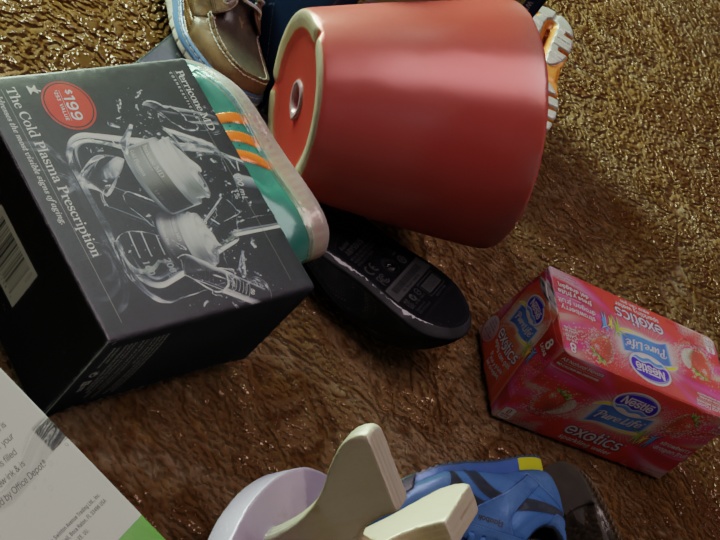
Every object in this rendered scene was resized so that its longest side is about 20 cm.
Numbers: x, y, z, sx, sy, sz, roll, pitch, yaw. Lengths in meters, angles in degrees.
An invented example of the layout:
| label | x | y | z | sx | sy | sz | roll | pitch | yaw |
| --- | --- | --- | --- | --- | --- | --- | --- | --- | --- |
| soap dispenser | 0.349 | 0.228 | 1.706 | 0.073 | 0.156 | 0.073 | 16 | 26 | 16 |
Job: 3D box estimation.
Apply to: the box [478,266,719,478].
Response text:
| label | x | y | z | sx | sy | sz | roll | pitch | yaw |
| --- | --- | --- | --- | --- | --- | --- | --- | --- | --- |
| box | 0.208 | 0.089 | 1.315 | 0.199 | 0.100 | 0.096 | 23 | 41 | -29 |

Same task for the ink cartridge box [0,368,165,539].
| label | x | y | z | sx | sy | sz | roll | pitch | yaw |
| --- | --- | --- | --- | --- | --- | --- | --- | --- | --- |
| ink cartridge box | -0.213 | 0.152 | 0.850 | 0.200 | 0.084 | 0.146 | 46 | 35 | 0 |

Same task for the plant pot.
| label | x | y | z | sx | sy | sz | roll | pitch | yaw |
| --- | --- | --- | --- | --- | --- | --- | --- | --- | --- |
| plant pot | 0.028 | -0.125 | 1.223 | 0.176 | 0.201 | 0.202 | 5 | 49 | -19 |

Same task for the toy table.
| label | x | y | z | sx | sy | sz | roll | pitch | yaw |
| --- | --- | --- | --- | --- | --- | --- | --- | --- | --- |
| toy table | -0.009 | 0.184 | 0.922 | 0.185 | 0.116 | 0.200 | 64 | 29 | -24 |

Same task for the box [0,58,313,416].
| label | x | y | z | sx | sy | sz | roll | pitch | yaw |
| --- | --- | --- | --- | --- | --- | --- | --- | --- | --- |
| box | -0.164 | -0.029 | 1.041 | 0.181 | 0.104 | 0.201 | -15 | 69 | -47 |

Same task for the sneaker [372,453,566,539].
| label | x | y | z | sx | sy | sz | roll | pitch | yaw |
| --- | --- | --- | --- | --- | --- | --- | --- | --- | --- |
| sneaker | 0.080 | 0.184 | 1.126 | 0.199 | 0.066 | 0.079 | 1 | 58 | -44 |

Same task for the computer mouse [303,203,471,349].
| label | x | y | z | sx | sy | sz | roll | pitch | yaw |
| --- | --- | --- | --- | --- | --- | --- | --- | --- | --- |
| computer mouse | 0.000 | 0.000 | 1.243 | 0.200 | 0.053 | 0.138 | 39 | 34 | 10 |

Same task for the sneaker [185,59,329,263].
| label | x | y | z | sx | sy | sz | roll | pitch | yaw |
| --- | --- | --- | --- | --- | --- | --- | --- | --- | --- |
| sneaker | -0.109 | -0.079 | 1.158 | 0.080 | 0.072 | 0.200 | -22 | 64 | -41 |

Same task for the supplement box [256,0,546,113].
| label | x | y | z | sx | sy | sz | roll | pitch | yaw |
| --- | --- | --- | --- | --- | --- | --- | --- | --- | --- |
| supplement box | 0.018 | -0.234 | 1.345 | 0.199 | 0.200 | 0.135 | 9 | 41 | -40 |

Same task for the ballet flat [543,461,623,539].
| label | x | y | z | sx | sy | sz | roll | pitch | yaw |
| --- | --- | --- | --- | --- | --- | --- | --- | --- | --- |
| ballet flat | 0.187 | 0.240 | 1.190 | 0.046 | 0.067 | 0.201 | 47 | 17 | -56 |

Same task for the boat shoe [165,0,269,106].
| label | x | y | z | sx | sy | sz | roll | pitch | yaw |
| --- | --- | --- | --- | --- | --- | --- | --- | --- | --- |
| boat shoe | -0.119 | -0.225 | 1.295 | 0.072 | 0.072 | 0.201 | 15 | 38 | -48 |

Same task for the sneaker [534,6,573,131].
| label | x | y | z | sx | sy | sz | roll | pitch | yaw |
| --- | --- | --- | --- | --- | --- | --- | --- | --- | --- |
| sneaker | 0.155 | -0.173 | 1.543 | 0.078 | 0.077 | 0.201 | 34 | 55 | -7 |

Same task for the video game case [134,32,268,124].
| label | x | y | z | sx | sy | sz | roll | pitch | yaw |
| --- | --- | --- | --- | --- | --- | --- | --- | --- | --- |
| video game case | -0.142 | -0.102 | 1.224 | 0.143 | 0.019 | 0.200 | 43 | 35 | -5 |
